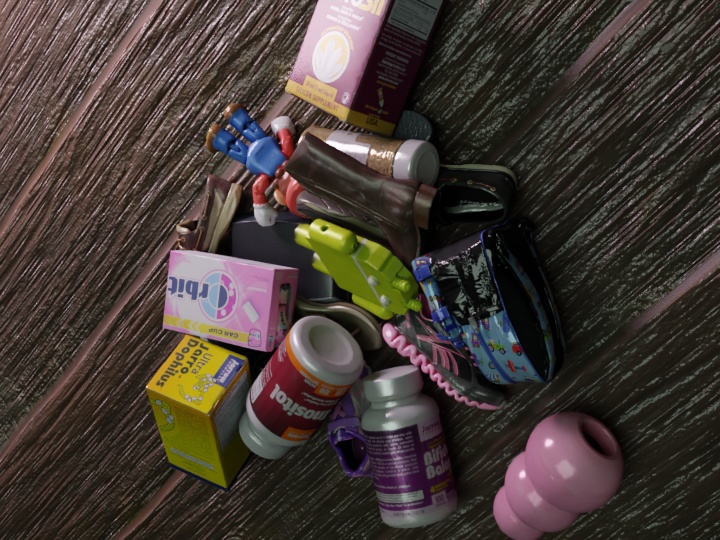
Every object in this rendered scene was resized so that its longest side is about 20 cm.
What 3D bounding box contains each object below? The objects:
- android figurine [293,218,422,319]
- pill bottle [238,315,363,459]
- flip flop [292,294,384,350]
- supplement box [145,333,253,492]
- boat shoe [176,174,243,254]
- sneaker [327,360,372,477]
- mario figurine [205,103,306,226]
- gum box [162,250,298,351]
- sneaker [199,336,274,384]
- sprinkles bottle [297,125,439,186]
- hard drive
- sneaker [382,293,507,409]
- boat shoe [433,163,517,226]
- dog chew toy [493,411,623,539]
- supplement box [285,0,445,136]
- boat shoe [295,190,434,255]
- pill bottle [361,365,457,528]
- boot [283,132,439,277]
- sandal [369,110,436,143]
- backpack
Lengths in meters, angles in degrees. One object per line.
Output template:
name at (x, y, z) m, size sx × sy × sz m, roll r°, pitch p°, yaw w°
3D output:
android figurine at (0.000, 0.000, 1.244) m, size 0.199 × 0.183 × 0.041 m, roll 26°, pitch 69°, yaw 36°
pill bottle at (-0.088, 0.168, 1.298) m, size 0.113 × 0.112 × 0.201 m, roll 46°, pitch 124°, yaw 16°
flip flop at (-0.059, 0.081, 1.346) m, size 0.197 × 0.058 × 0.082 m, roll 15°, pitch 138°, yaw 16°
supplement box at (-0.224, 0.210, 1.373) m, size 0.108 × 0.109 × 0.202 m, roll 18°, pitch 139°, yaw 19°
boat shoe at (-0.250, -0.053, 1.441) m, size 0.071 × 0.072 × 0.202 m, roll 24°, pitch 108°, yaw -14°
sneaker at (-0.016, 0.209, 1.348) m, size 0.080 × 0.088 × 0.203 m, roll -23°, pitch 84°, yaw 31°
mario figurine at (-0.128, -0.147, 1.366) m, size 0.200 × 0.106 × 0.124 m, roll 41°, pitch 121°, yaw 6°
gum box at (-0.183, 0.041, 1.345) m, size 0.198 × 0.066 × 0.115 m, roll 9°, pitch 95°, yaw 29°
sneaker at (-0.171, 0.114, 1.421) m, size 0.145 × 0.077 × 0.205 m, roll -3°, pitch 105°, yaw 41°
sprinkles bottle at (0.007, -0.147, 1.237) m, size 0.198 × 0.068 × 0.069 m, roll 15°, pitch 104°, yaw 37°
hard drive at (-0.109, -0.017, 1.396) m, size 0.198 × 0.042 × 0.137 m, roll 5°, pitch 100°, yaw 29°
sneaker at (0.125, 0.106, 1.268) m, size 0.199 × 0.079 × 0.096 m, roll 38°, pitch 102°, yaw 19°
boat shoe at (0.104, -0.097, 1.233) m, size 0.199 × 0.063 × 0.074 m, roll 0°, pitch 130°, yaw 24°
dog chew toy at (0.242, 0.272, 1.195) m, size 0.125 × 0.124 × 0.201 m, roll 46°, pitch 124°, yaw 16°
supplement box at (0.006, -0.298, 1.233) m, size 0.130 × 0.103 × 0.202 m, roll 31°, pitch 105°, yaw 38°
boat shoe at (0.000, -0.050, 1.287) m, size 0.198 × 0.075 × 0.074 m, roll 21°, pitch 116°, yaw 5°
pill bottle at (0.063, 0.238, 1.289) m, size 0.111 × 0.112 × 0.203 m, roll -10°, pitch 94°, yaw 30°
boot at (-0.002, -0.079, 1.204) m, size 0.198 × 0.065 × 0.188 m, roll 22°, pitch 142°, yaw 11°
sandal at (0.032, -0.154, 1.304) m, size 0.200 × 0.043 × 0.077 m, roll -38°, pitch 70°, yaw 38°
backpack at (0.171, 0.050, 1.168) m, size 0.133 × 0.182 × 0.202 m, roll -23°, pitch 91°, yaw 26°
